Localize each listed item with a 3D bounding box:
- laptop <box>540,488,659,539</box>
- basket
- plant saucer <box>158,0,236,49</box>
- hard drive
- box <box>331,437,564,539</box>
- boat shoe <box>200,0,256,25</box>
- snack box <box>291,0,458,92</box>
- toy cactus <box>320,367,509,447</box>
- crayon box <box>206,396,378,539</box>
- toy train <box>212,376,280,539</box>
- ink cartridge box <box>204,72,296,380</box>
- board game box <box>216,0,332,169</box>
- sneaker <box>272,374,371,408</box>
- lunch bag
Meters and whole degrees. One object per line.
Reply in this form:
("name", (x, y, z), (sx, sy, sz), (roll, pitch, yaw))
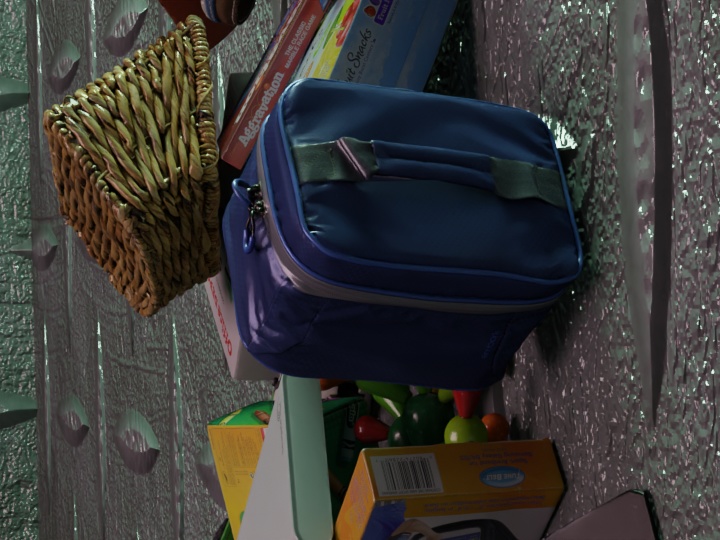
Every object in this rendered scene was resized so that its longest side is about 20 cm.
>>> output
("laptop", (0.134, 0.244, 1.159), (0.200, 0.102, 0.179), (66, -168, -60))
("basket", (-0.139, -0.069, 1.610), (0.143, 0.148, 0.200), (50, 163, 15))
("plant saucer", (-0.114, -0.293, 1.656), (0.200, 0.036, 0.202), (54, -133, -69))
("hard drive", (-0.053, 0.178, 1.362), (0.201, 0.026, 0.133), (107, 162, -46))
("box", (0.039, 0.177, 1.285), (0.201, 0.118, 0.042), (106, 155, -46))
("boat shoe", (-0.065, -0.253, 1.577), (0.072, 0.072, 0.201), (-55, -10, -44))
("snack box", (-0.013, -0.105, 1.421), (0.200, 0.067, 0.170), (135, 158, -69))
("toy cactus", (0.040, 0.119, 1.352), (0.200, 0.101, 0.167), (8, 108, 65))
("crayon box", (-0.030, 0.193, 1.478), (0.118, 0.058, 0.202), (-6, 100, 50))
("toy train", (-0.067, 0.159, 1.623), (0.042, 0.056, 0.201), (118, 174, -57))
("ink cartridge box", (-0.065, -0.033, 1.678), (0.145, 0.083, 0.201), (-111, 26, -49))
("board game box", (-0.049, -0.171, 1.542), (0.201, 0.019, 0.103), (-61, 11, 6))
("sneaker", (-0.024, 0.086, 1.574), (0.080, 0.073, 0.202), (5, 102, 62))
("lunch bag", (0.018, -0.027, 1.194), (0.133, 0.198, 0.137), (122, 144, -45))
